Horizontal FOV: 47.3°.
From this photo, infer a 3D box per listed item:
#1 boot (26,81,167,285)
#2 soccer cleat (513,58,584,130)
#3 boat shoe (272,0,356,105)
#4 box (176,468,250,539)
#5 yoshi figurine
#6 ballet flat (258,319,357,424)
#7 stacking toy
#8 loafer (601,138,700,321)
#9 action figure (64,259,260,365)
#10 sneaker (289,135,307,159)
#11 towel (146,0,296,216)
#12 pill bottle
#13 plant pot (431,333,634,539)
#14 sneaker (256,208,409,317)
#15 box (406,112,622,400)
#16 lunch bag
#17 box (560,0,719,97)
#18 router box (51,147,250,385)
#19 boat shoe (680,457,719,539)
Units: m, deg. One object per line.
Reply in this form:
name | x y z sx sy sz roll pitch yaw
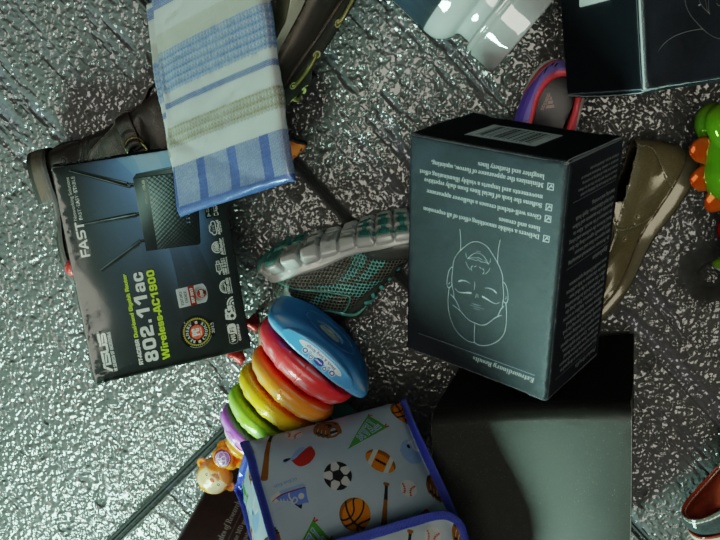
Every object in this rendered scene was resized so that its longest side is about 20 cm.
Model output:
boot | -0.227 -0.070 0.833 0.171 0.069 0.203 -20 106 4
soccer cleat | 0.157 -0.094 0.760 0.067 0.073 0.204 18 105 4
boat shoe | -0.062 -0.185 0.718 0.060 0.072 0.203 20 117 -26
box | -0.075 0.321 0.835 0.196 0.165 0.169 9 113 7
yoshi figurine | 0.365 -0.067 0.713 0.112 0.112 0.202 -10 116 53
ballet flat | -0.052 0.142 0.854 0.065 0.070 0.201 -38 91 32
stacking toy | -0.090 0.133 0.771 0.116 0.110 0.201 39 98 -6
loafer | 0.234 -0.034 0.766 0.067 0.076 0.202 31 96 1
action figure | -0.202 0.033 0.829 0.197 0.052 0.066 25 98 -22
sneaker | -0.121 -0.187 0.794 0.089 0.070 0.203 -25 98 -2
towel | -0.120 -0.159 0.697 0.145 0.024 0.205 -13 85 37
pill bottle | 0.072 -0.275 0.709 0.199 0.120 0.120 42 105 -2
plant pot | 0.165 0.178 0.768 0.174 0.199 0.205 2 104 18
sneaker | 0.000 0.000 0.816 0.196 0.078 0.093 -13 112 18
box | 0.128 -0.018 0.708 0.147 0.106 0.204 18 117 36
lunch bag | -0.004 0.231 0.700 0.167 0.202 0.125 -10 144 -18
box | 0.268 -0.252 0.649 0.192 0.124 0.204 -10 102 -13
router box | -0.194 -0.010 0.770 0.147 0.062 0.204 -12 98 -17
boat shoe | 0.381 0.177 0.785 0.200 0.071 0.063 -44 109 9
